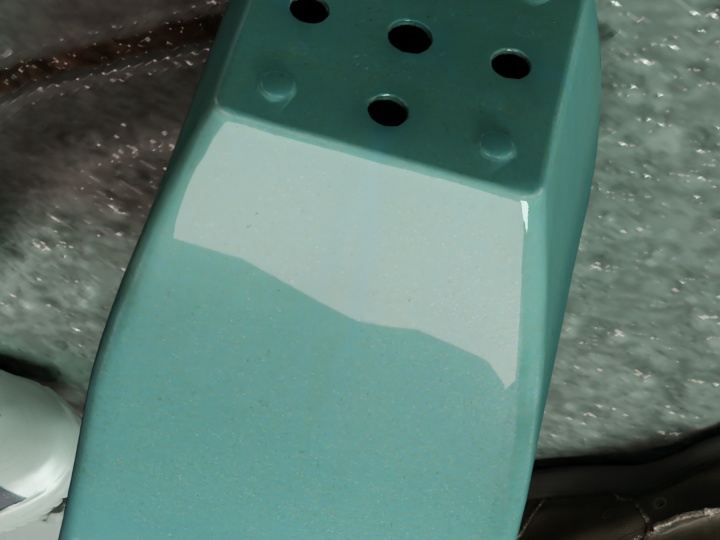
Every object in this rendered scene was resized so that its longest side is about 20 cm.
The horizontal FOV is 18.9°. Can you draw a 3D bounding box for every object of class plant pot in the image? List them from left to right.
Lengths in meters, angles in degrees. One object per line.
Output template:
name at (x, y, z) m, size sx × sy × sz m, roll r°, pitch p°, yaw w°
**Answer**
plant pot at (0.000, 0.000, 0.645) m, size 0.140 × 0.142 × 0.201 m, roll 16°, pitch 141°, yaw 1°

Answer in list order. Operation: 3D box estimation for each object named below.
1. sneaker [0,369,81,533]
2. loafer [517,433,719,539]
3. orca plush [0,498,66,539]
sneaker at (-0.213, 0.041, 0.858) m, size 0.198 × 0.080 × 0.130 m, roll 18°, pitch 159°, yaw 18°
loafer at (0.129, 0.111, 0.816) m, size 0.199 × 0.071 × 0.073 m, roll -16°, pitch 136°, yaw 42°
orca plush at (-0.173, 0.097, 0.971) m, size 0.199 × 0.071 × 0.106 m, roll -12°, pitch 95°, yaw 24°
